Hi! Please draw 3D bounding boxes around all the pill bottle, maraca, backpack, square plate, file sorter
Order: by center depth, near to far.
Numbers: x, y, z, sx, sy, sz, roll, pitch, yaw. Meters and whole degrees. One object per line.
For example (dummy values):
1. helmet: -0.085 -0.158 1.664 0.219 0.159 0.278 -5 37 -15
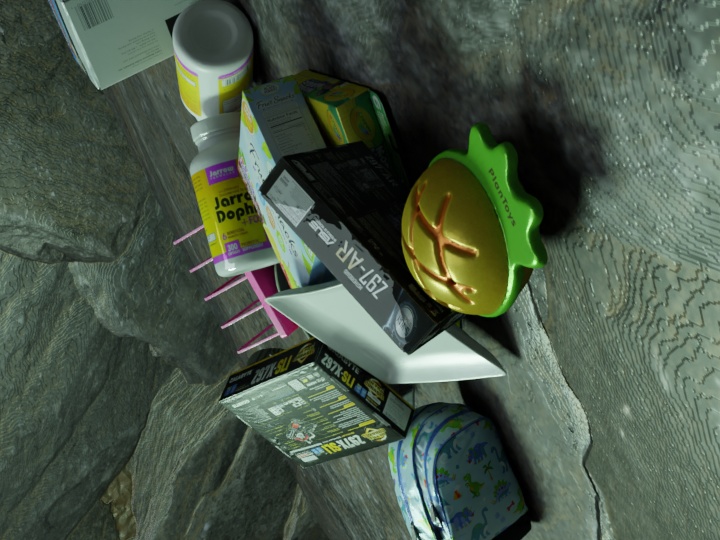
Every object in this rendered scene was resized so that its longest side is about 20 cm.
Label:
1. maraca: 0.092 -0.035 0.741 0.139 0.106 0.200 63 162 10
2. square plate: 0.026 0.060 0.987 0.197 0.029 0.199 37 151 -28
3. backpack: 0.117 0.259 1.151 0.203 0.161 0.154 65 157 5
4. pill bottle: -0.166 -0.101 1.251 0.104 0.103 0.203 160 95 -75
5. pill bottle: -0.196 -0.267 1.265 0.105 0.103 0.200 57 164 11
6. file sorter: -0.164 0.002 1.400 0.124 0.139 0.202 -25 97 34

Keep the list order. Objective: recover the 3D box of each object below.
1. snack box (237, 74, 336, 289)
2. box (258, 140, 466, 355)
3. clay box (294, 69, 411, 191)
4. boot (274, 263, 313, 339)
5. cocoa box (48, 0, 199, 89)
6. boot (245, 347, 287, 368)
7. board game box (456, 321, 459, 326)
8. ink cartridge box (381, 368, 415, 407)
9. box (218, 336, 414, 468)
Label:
1. snack box: -0.070 -0.081 1.034 0.202 0.067 0.169 64 162 17
2. box: 0.020 -0.029 0.865 0.200 0.044 0.160 47 -153 10
3. clay box: -0.020 -0.146 1.020 0.200 0.047 0.116 35 151 59
4. boot: -0.053 0.053 1.362 0.202 0.072 0.144 63 -170 11
5. cocoa box: -0.309 -0.363 1.273 0.131 0.198 0.135 44 158 46
6. boot: -0.051 0.171 1.312 0.179 0.074 0.200 16 171 16
7. board game box: 0.040 0.002 1.094 0.201 0.047 0.102 51 162 32
8. ink cartridge box: 0.021 0.080 1.220 0.163 0.056 0.203 85 172 -59
9. box: -0.057 0.166 1.156 0.159 0.050 0.199 40 137 -23
